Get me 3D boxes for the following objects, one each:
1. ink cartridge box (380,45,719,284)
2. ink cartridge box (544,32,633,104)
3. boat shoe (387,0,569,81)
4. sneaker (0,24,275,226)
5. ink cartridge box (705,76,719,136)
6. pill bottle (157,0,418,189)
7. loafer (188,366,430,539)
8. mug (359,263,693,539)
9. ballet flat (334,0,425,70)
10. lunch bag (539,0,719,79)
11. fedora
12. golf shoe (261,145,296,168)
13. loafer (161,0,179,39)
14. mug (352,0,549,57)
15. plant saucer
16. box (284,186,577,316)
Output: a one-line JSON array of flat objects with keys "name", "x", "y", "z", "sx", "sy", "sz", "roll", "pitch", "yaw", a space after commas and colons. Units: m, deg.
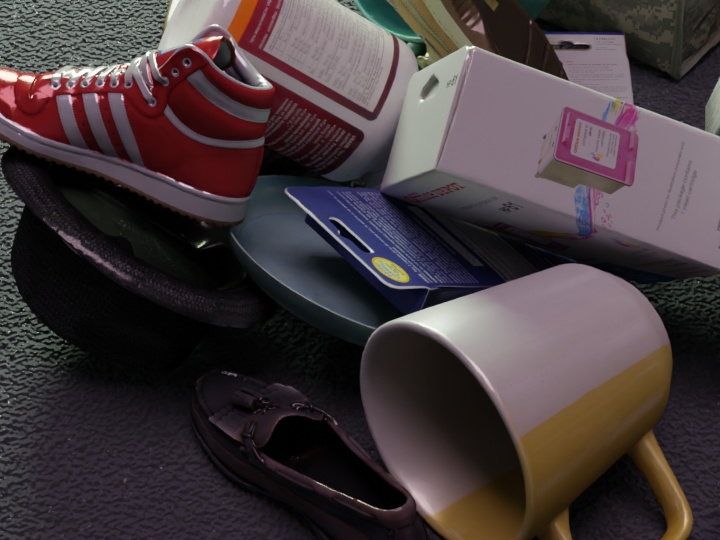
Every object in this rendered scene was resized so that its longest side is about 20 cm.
[{"name": "ink cartridge box", "x": 0.127, "y": -0.062, "z": 1.185, "sx": 0.199, "sy": 0.145, "sz": 0.085, "roll": 20, "pitch": 82, "yaw": -11}, {"name": "ink cartridge box", "x": 0.154, "y": -0.106, "z": 1.378, "sx": 0.094, "sy": 0.037, "sz": 0.200, "roll": 1, "pitch": 45, "yaw": 2}, {"name": "boat shoe", "x": 0.074, "y": -0.164, "z": 1.325, "sx": 0.200, "sy": 0.076, "sz": 0.072, "roll": 54, "pitch": 45, "yaw": -9}, {"name": "sneaker", "x": -0.148, "y": -0.114, "z": 1.160, "sx": 0.199, "sy": 0.113, "sz": 0.071, "roll": 22, "pitch": 22, "yaw": 0}, {"name": "ink cartridge box", "x": 0.337, "y": -0.119, "z": 1.282, "sx": 0.176, "sy": 0.200, "sz": 0.045, "roll": 2, "pitch": 79, "yaw": 2}, {"name": "pill bottle", "x": -0.030, "y": -0.128, "z": 1.273, "sx": 0.200, "sy": 0.110, "sz": 0.110, "roll": 28, "pitch": 37, "yaw": -22}, {"name": "loafer", "x": -0.030, "y": 0.109, "z": 1.125, "sx": 0.072, "sy": 0.063, "sz": 0.200, "roll": -31, "pitch": 51, "yaw": -29}, {"name": "mug", "x": 0.108, "y": 0.086, "z": 1.115, "sx": 0.153, "sy": 0.187, "sz": 0.149, "roll": -27, "pitch": 20, "yaw": -31}, {"name": "ballet flat", "x": -0.006, "y": -0.153, "z": 1.368, "sx": 0.200, "sy": 0.069, "sz": 0.070, "roll": 45, "pitch": 46, "yaw": -12}, {"name": "lunch bag", "x": 0.212, "y": -0.278, "z": 1.444, "sx": 0.164, "sy": 0.200, "sz": 0.118, "roll": 28, "pitch": 50, "yaw": 28}, {"name": "fedora", "x": -0.155, "y": -0.002, "z": 1.209, "sx": 0.200, "sy": 0.092, "sz": 0.201, "roll": 28, "pitch": 22, "yaw": -12}, {"name": "golf shoe", "x": -0.076, "y": -0.114, "z": 1.349, "sx": 0.072, "sy": 0.092, "sz": 0.200, "roll": 19, "pitch": 44, "yaw": 24}, {"name": "loafer", "x": -0.109, "y": -0.220, "z": 1.482, "sx": 0.067, "sy": 0.076, "sz": 0.200, "roll": 5, "pitch": 53, "yaw": 5}, {"name": "mug", "x": 0.065, "y": -0.237, "z": 1.420, "sx": 0.114, "sy": 0.185, "sz": 0.152, "roll": -4, "pitch": 73, "yaw": -58}, {"name": "plant saucer", "x": 0.000, "y": 0.000, "z": 1.221, "sx": 0.200, "sy": 0.027, "sz": 0.200, "roll": 19, "pitch": 25, "yaw": -9}, {"name": "box", "x": 0.050, "y": -0.011, "z": 1.216, "sx": 0.200, "sy": 0.032, "sz": 0.121, "roll": 1, "pitch": 32, "yaw": -44}]
